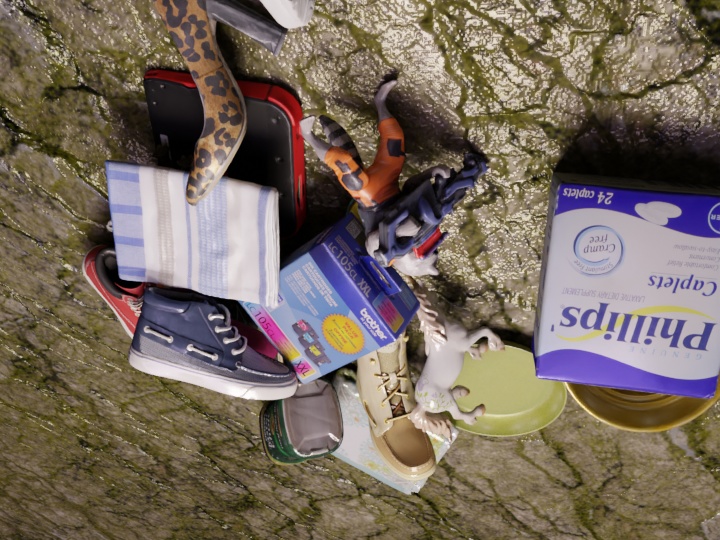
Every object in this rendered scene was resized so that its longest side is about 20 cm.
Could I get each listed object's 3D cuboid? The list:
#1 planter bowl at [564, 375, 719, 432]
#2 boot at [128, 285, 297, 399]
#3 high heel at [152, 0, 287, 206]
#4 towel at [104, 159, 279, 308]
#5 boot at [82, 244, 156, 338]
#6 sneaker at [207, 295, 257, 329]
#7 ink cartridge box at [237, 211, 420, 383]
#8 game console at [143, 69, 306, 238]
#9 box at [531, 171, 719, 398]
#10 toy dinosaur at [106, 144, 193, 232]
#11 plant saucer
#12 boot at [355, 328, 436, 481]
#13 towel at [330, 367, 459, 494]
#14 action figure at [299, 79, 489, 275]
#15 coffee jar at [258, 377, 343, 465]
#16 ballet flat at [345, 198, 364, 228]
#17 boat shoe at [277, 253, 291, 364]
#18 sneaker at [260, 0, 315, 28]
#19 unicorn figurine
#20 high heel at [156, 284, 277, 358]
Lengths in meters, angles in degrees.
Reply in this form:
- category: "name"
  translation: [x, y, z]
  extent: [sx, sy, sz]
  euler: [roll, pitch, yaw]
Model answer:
- category: "planter bowl"
  translation: [0.320, 0.074, 0.928]
  extent: [0.196, 0.084, 0.205]
  euler: [2, 102, 8]
- category: "boot"
  translation: [-0.160, 0.082, 0.920]
  extent: [0.196, 0.073, 0.092]
  euler: [13, 103, -12]
- category: "high heel"
  translation: [-0.172, -0.177, 0.785]
  extent: [0.140, 0.071, 0.203]
  euler: [23, 97, -17]
- category: "towel"
  translation: [-0.179, -0.037, 0.870]
  extent: [0.196, 0.024, 0.149]
  euler: [11, 122, 10]
- category: "boot"
  translation: [-0.266, 0.051, 1.019]
  extent: [0.201, 0.073, 0.144]
  euler: [49, 161, -19]
- category: "sneaker"
  translation: [-0.179, 0.046, 1.069]
  extent: [0.078, 0.076, 0.203]
  euler: [-13, 131, -14]
- category: "ink cartridge box"
  translation: [-0.028, 0.029, 0.911]
  extent: [0.199, 0.076, 0.137]
  euler: [-31, 102, 40]
- category: "game console"
  translation: [-0.148, -0.126, 0.911]
  extent: [0.173, 0.031, 0.202]
  euler: [12, 135, 10]
- category: "box"
  translation: [0.276, 0.011, 0.825]
  extent: [0.180, 0.105, 0.204]
  euler: [6, 103, 8]
- category: "toy dinosaur"
  translation: [-0.195, -0.079, 0.915]
  extent: [0.196, 0.078, 0.103]
  euler: [3, 146, 12]
- category: "plant saucer"
  translation: [0.182, 0.156, 1.105]
  extent: [0.196, 0.031, 0.202]
  euler: [7, 136, 7]
- category: "boot"
  translation: [0.041, 0.147, 1.023]
  extent: [0.071, 0.202, 0.157]
  euler: [-13, 134, -11]
- category: "towel"
  translation: [0.030, 0.238, 1.192]
  extent: [0.197, 0.048, 0.172]
  euler: [27, 134, 2]
- category: "action figure"
  translation: [0.039, -0.088, 0.827]
  extent: [0.104, 0.199, 0.197]
  euler: [-14, 103, 47]
- category: "coffee jar"
  translation: [-0.089, 0.216, 1.135]
  extent: [0.084, 0.106, 0.200]
  euler: [-7, 165, -18]
- category: "ballet flat"
  translation: [0.000, 0.000, 0.958]
  extent: [0.067, 0.066, 0.202]
  euler: [46, 141, 28]
- category: "boat shoe"
  translation: [-0.081, 0.070, 1.049]
  extent: [0.070, 0.077, 0.202]
  euler: [8, 135, 7]
- category: "sneaker"
  translation: [-0.116, -0.296, 0.707]
  extent: [0.098, 0.078, 0.201]
  euler: [-17, 119, 36]
- category: "unicorn figurine"
  translation: [0.105, 0.101, 0.980]
  extent: [0.136, 0.204, 0.073]
  euler: [16, 166, -33]
- category: "high heel"
  translation: [-0.177, 0.043, 0.986]
  extent: [0.202, 0.095, 0.067]
  euler: [60, 158, -11]
